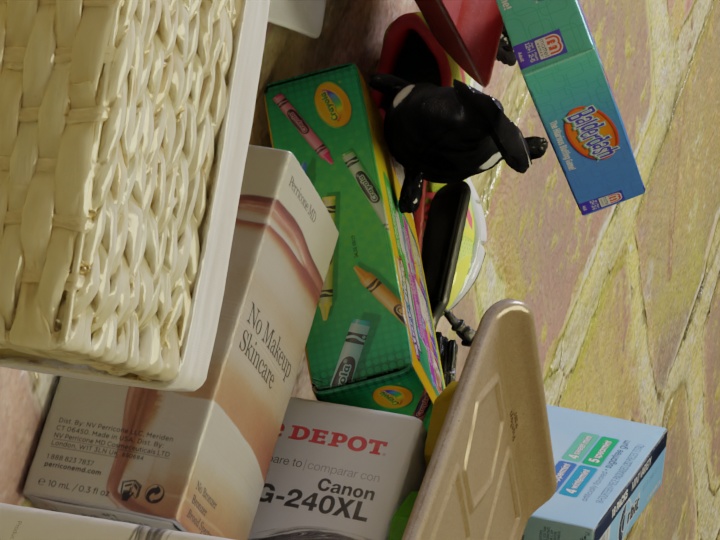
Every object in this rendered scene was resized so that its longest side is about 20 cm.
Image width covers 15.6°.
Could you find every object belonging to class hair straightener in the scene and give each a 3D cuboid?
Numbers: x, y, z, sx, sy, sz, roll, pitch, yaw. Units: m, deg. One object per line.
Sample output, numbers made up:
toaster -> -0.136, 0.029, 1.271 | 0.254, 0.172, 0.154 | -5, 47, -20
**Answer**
hair straightener -> 0.048, 0.040, 1.568 | 0.077, 0.041, 0.200 | 16, 67, -34

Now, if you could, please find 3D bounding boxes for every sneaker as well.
sneaker -> 0.031, -0.069, 1.638 | 0.090, 0.078, 0.200 | 27, 61, -69

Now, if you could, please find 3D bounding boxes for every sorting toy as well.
sorting toy -> 0.050, 0.141, 1.396 | 0.185, 0.036, 0.200 | 78, 31, -49

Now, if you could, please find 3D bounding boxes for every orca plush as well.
orca plush -> 0.052, -0.059, 1.465 | 0.071, 0.105, 0.200 | -68, -161, -1

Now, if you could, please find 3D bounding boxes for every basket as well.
basket -> -0.130, -0.057, 1.084 | 0.123, 0.135, 0.200 | 13, 85, -69

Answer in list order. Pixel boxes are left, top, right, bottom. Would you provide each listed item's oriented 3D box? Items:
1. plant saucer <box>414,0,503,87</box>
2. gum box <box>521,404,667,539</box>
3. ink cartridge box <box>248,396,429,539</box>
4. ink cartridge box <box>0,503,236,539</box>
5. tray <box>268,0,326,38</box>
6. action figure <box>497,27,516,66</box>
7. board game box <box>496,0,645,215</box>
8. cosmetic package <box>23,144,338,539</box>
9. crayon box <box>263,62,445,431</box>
plant saucer -> 0.061, -0.237, 1.562 | 0.200, 0.037, 0.200 | 52, 49, -66
gum box -> 0.071, 0.126, 1.631 | 0.170, 0.200, 0.045 | -41, 138, -63
ink cartridge box -> -0.052, 0.167, 1.379 | 0.083, 0.145, 0.200 | 66, 37, -57
ink cartridge box -> -0.095, 0.176, 1.179 | 0.146, 0.200, 0.085 | 66, 37, -58
tray -> -0.056, -0.189, 1.409 | 0.200, 0.022, 0.108 | 7, 90, -71
action figure -> 0.109, -0.214, 1.762 | 0.200, 0.102, 0.119 | -49, 161, -11
board game box -> 0.108, -0.140, 1.516 | 0.200, 0.045, 0.152 | 55, 16, -65
cosmetic package -> -0.086, 0.044, 1.321 | 0.103, 0.087, 0.200 | 56, 45, -61
crayon box -> 0.000, 0.000, 1.478 | 0.119, 0.058, 0.200 | 63, 15, -59
